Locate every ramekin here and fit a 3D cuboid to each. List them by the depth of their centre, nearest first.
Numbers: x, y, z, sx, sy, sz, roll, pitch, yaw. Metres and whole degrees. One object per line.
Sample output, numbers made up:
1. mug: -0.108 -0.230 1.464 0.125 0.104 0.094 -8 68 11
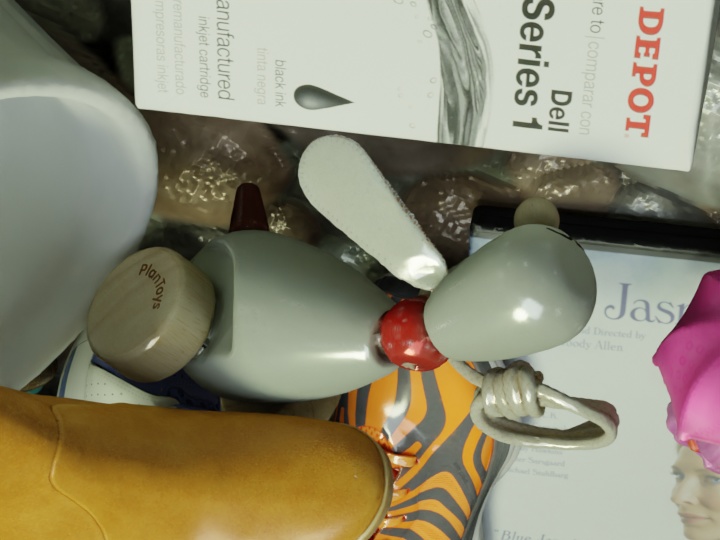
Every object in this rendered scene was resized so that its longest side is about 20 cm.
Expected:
1. ramekin: -0.181 -0.023 0.914 0.098 0.200 0.201 50 136 25

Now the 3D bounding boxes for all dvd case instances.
1. dvd case: 0.113 0.061 1.047 0.143 0.018 0.200 6 130 7

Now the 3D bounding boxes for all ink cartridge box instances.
1. ink cartridge box: 0.027 -0.122 0.866 0.200 0.084 0.146 7 131 7

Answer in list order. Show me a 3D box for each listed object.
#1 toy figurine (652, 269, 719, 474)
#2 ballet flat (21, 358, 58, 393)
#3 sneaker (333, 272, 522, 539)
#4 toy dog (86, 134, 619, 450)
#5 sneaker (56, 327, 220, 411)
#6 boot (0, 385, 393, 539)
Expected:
1. toy figurine: 0.190 0.068 0.972 0.184 0.150 0.200 33 148 -10
2. ballet flat: -0.218 -0.002 1.040 0.200 0.068 0.072 14 111 4
3. sneaker: 0.004 0.102 1.031 0.078 0.112 0.200 24 135 28
4. toy dog: 0.000 0.000 0.936 0.200 0.096 0.132 -1 154 20
5. sneaker: -0.062 0.110 0.999 0.115 0.200 0.081 -3 160 34
6. boot: -0.101 0.070 0.893 0.201 0.071 0.144 -9 154 14
